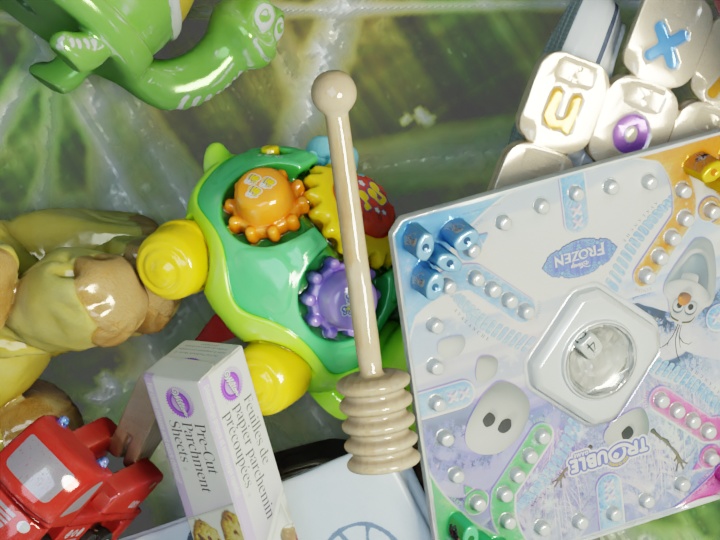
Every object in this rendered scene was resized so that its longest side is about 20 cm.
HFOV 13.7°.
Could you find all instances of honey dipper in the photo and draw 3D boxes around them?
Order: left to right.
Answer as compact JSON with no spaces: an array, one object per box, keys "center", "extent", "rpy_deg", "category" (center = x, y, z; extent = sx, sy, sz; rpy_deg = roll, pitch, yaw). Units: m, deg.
[{"center":[0.000,0.000,1.473],"extent":[0.038,0.038,0.200],"rpy_deg":[-5,101,10],"category":"honey dipper"}]

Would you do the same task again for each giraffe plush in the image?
[{"center":[-0.199,0.052,1.596],"extent":[0.200,0.173,0.162],"rpy_deg":[10,102,15],"category":"giraffe plush"}]

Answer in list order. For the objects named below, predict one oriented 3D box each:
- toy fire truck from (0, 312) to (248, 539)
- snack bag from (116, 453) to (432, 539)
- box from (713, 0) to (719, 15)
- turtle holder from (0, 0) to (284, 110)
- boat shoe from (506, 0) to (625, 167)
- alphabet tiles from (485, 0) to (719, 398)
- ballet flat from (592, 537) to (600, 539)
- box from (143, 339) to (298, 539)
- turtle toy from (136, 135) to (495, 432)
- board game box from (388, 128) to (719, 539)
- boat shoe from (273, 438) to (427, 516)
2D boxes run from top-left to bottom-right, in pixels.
[{"center":[-0.118,0.084,1.550],"extent":[0.049,0.200,0.141],"rpy_deg":[44,98,12],"category":"toy fire truck"},{"center":[-0.026,0.200,1.597],"extent":[0.200,0.021,0.189],"rpy_deg":[-22,103,24],"category":"snack bag"},{"center":[0.223,-0.190,1.489],"extent":[0.128,0.109,0.200],"rpy_deg":[-21,59,3],"category":"box"},{"center":[-0.135,-0.167,1.581],"extent":[0.185,0.141,0.132],"rpy_deg":[33,80,16],"category":"turtle holder"},{"center":[0.109,-0.048,1.585],"extent":[0.067,0.074,0.200],"rpy_deg":[19,104,-6],"category":"boat shoe"},{"center":[0.166,-0.040,1.553],"extent":[0.200,0.015,0.196],"rpy_deg":[18,95,-18],"category":"alphabet tiles"},{"center":[0.116,0.214,1.599],"extent":[0.067,0.046,0.200],"rpy_deg":[-17,95,-21],"category":"ballet flat"},{"center":[-0.060,0.132,1.529],"extent":[0.041,0.039,0.200],"rpy_deg":[5,121,36],"category":"box"},{"center":[-0.012,0.009,1.551],"extent":[0.101,0.146,0.200],"rpy_deg":[-41,87,31],"category":"turtle toy"},{"center":[0.122,0.046,1.520],"extent":[0.200,0.026,0.200],"rpy_deg":[-16,111,-19],"category":"board game box"},{"center":[0.025,0.118,1.598],"extent":[0.200,0.072,0.068],"rpy_deg":[-14,97,17],"category":"boat shoe"}]
